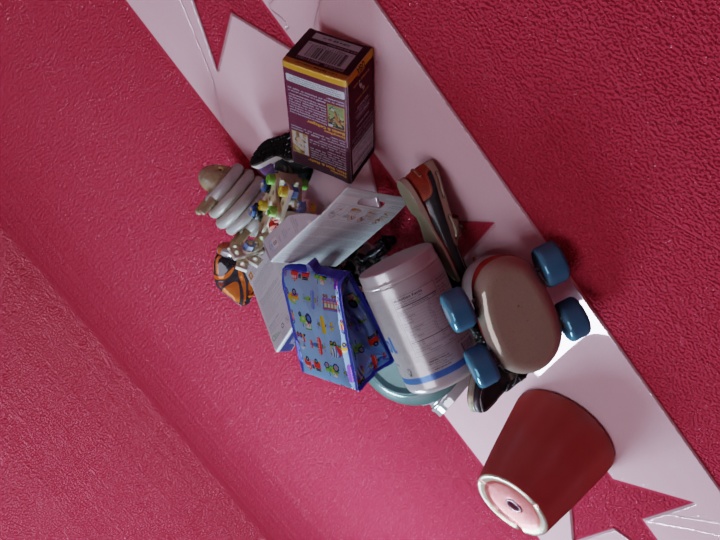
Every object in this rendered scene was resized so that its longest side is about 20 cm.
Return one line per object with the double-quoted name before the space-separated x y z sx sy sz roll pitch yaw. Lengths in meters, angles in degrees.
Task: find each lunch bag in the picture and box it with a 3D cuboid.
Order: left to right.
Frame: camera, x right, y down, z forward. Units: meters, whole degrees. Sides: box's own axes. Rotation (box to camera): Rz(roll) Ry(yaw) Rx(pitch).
"lunch bag" -0.051 0.073 1.473 0.149 0.094 0.202 10 128 48

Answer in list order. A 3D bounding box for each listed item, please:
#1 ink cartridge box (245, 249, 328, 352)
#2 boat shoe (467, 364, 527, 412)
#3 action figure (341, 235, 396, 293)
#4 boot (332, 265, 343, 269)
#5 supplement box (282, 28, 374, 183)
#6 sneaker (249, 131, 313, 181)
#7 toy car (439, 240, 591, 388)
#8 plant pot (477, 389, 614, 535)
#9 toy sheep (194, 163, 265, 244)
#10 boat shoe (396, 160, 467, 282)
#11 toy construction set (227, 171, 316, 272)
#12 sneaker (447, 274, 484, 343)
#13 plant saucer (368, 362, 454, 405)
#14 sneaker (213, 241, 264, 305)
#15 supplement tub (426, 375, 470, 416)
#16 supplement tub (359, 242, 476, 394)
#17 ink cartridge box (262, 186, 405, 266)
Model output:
"ink cartridge box" -0.132 0.008 1.659 0.200 0.040 0.202 -53 51 40
"boat shoe" 0.228 0.141 1.409 0.064 0.200 0.073 12 132 34
"action figure" 0.000 0.000 1.628 0.120 0.101 0.199 63 150 -1
"boot" -0.109 0.012 1.762 0.184 0.065 0.202 -20 123 13
"supplement box" -0.044 -0.244 1.381 0.109 0.086 0.202 22 144 19
"sneaker" -0.101 -0.190 1.577 0.087 0.076 0.199 40 158 -29
"toy car" 0.212 0.048 1.383 0.179 0.182 0.200 65 178 -15
"plant pot" 0.304 0.337 1.572 0.199 0.177 0.202 32 149 22
"toy sheep" -0.225 -0.123 1.740 0.200 0.139 0.137 43 153 -18
"boat shoe" 0.124 -0.072 1.415 0.202 0.062 0.071 61 166 -25
"toy construction set" -0.148 -0.087 1.562 0.091 0.132 0.200 18 130 -36
"sneaker" 0.181 0.070 1.520 0.200 0.060 0.104 46 156 8
"plant saucer" 0.076 0.133 1.534 0.197 0.036 0.204 5 103 19
"sneaker" -0.192 0.011 1.810 0.078 0.196 0.114 -115 34 -70
"supplement tub" 0.105 0.143 1.623 0.200 0.145 0.145 42 151 7
"supplement tub" 0.093 0.074 1.418 0.131 0.131 0.202 -14 103 57
"ink cartridge box" -0.039 -0.081 1.484 0.200 0.159 0.048 -41 62 32
